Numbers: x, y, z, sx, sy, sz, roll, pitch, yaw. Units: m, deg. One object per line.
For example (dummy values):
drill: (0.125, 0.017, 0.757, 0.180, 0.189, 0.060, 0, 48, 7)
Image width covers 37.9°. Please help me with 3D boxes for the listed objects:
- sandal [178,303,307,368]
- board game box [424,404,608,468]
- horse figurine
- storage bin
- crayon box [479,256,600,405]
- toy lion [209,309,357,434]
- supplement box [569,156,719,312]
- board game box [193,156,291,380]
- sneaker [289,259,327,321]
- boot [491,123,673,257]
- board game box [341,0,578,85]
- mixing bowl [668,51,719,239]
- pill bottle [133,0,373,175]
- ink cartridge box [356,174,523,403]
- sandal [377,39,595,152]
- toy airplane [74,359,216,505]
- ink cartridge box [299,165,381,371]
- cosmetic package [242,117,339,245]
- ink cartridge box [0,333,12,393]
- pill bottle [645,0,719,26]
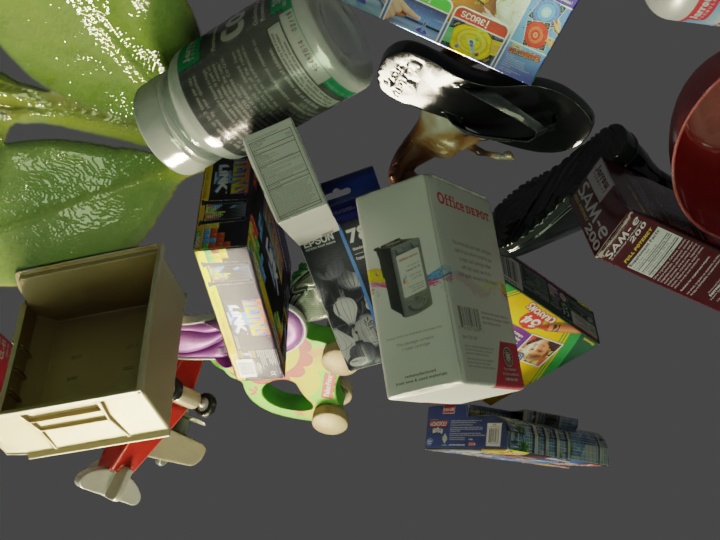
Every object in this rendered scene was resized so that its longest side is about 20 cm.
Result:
sandal: (-0.152, 0.084, 1.210, 0.202, 0.050, 0.083, -10, 126, 25)
board game box: (0.219, 0.215, 1.354, 0.200, 0.062, 0.200, 12, 167, -25)
horse figurine: (0.098, -0.156, 1.005, 0.132, 0.050, 0.200, -1, 139, -7)
storage bin: (-0.303, 0.089, 1.156, 0.198, 0.200, 0.094, -10, 139, 10)
crayon box: (0.150, 0.066, 1.238, 0.200, 0.058, 0.173, 31, 129, -30)
toy lion: (-0.098, 0.108, 1.286, 0.191, 0.069, 0.200, 9, 136, 0)
supplement box: (0.309, -0.026, 1.011, 0.200, 0.109, 0.061, 23, 119, -18)
board game box: (-0.114, -0.012, 1.071, 0.057, 0.165, 0.200, -4, 137, 5)
sneaker: (0.002, 0.016, 1.163, 0.200, 0.085, 0.078, -21, 134, 22)
boot: (0.252, -0.044, 1.107, 0.200, 0.076, 0.168, -38, 122, 26)
board game box: (0.083, -0.253, 0.869, 0.200, 0.034, 0.135, 23, 129, -6)
mixing bowl: (0.367, -0.137, 0.970, 0.200, 0.108, 0.200, -4, 124, -5)
pill bottle: (-0.098, -0.169, 0.940, 0.200, 0.113, 0.113, -26, 132, 24)
ink cartridge box: (0.079, 0.024, 1.020, 0.086, 0.200, 0.148, -18, 163, 28)
sandal: (0.110, -0.144, 0.941, 0.200, 0.043, 0.076, 15, 140, -3)
toy airplane: (-0.286, 0.188, 1.309, 0.199, 0.141, 0.200, -19, 130, -28)
ink cartridge box: (0.000, 0.000, 1.103, 0.099, 0.039, 0.200, -19, 99, 20)
cosmetic package: (-0.062, -0.077, 0.979, 0.051, 0.083, 0.200, -21, 175, 0)
ink cartridge box: (-0.529, 0.082, 1.229, 0.147, 0.086, 0.200, -16, 134, 17)
pill bottle: (0.301, -0.254, 0.855, 0.200, 0.109, 0.109, 5, 137, -6)
